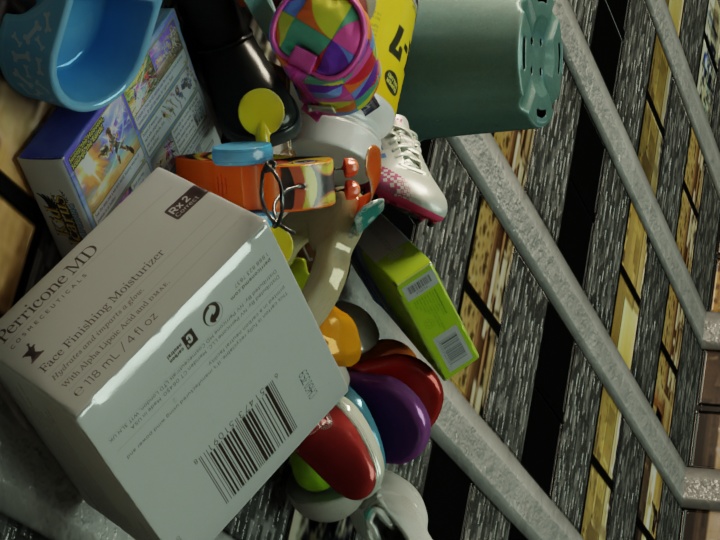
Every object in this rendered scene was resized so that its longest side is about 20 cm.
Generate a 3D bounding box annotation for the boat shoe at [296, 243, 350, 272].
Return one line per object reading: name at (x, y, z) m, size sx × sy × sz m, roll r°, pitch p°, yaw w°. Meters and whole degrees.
boat shoe at (-0.047, -0.038, 1.537) m, size 0.200 × 0.071 × 0.077 m, roll 50°, pitch 48°, yaw -56°

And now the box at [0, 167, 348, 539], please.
box at (-0.140, 0.073, 1.191) m, size 0.199 × 0.130 × 0.201 m, roll -47°, pitch 138°, yaw -21°

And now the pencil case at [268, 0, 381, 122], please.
pencil case at (-0.026, -0.178, 1.339) m, size 0.200 × 0.087 × 0.090 m, roll 52°, pitch 42°, yaw -83°

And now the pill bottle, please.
pill bottle at (-0.013, -0.192, 1.551) m, size 0.114 × 0.113 × 0.202 m, roll 46°, pitch 51°, yaw -58°

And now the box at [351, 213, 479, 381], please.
box at (0.040, 0.013, 1.594) m, size 0.123 × 0.047 × 0.200 m, roll 61°, pitch -7°, yaw -29°

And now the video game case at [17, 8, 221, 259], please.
video game case at (-0.178, -0.076, 1.276) m, size 0.201 × 0.045 × 0.183 m, roll -63°, pitch 147°, yaw -44°

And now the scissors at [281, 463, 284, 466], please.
scissors at (-0.115, 0.186, 1.477) m, size 0.200 × 0.014 × 0.074 m, roll 45°, pitch 44°, yaw -62°

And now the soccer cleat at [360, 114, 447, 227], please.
soccer cleat at (0.032, -0.108, 1.584) m, size 0.069 × 0.200 × 0.087 m, roll 24°, pitch 96°, yaw -33°

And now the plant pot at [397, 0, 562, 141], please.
plant pot at (0.102, -0.225, 1.706) m, size 0.200 × 0.194 × 0.203 m, roll 3°, pitch 90°, yaw -65°

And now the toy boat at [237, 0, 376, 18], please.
toy boat at (-0.075, -0.280, 1.421) m, size 0.130 × 0.130 × 0.202 m, roll -39°, pitch 131°, yaw -29°

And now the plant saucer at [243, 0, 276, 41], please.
plant saucer at (-0.108, -0.284, 1.322) m, size 0.070 × 0.019 × 0.202 m, roll 56°, pitch 11°, yaw -63°

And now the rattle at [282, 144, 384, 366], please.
rattle at (0.000, 0.000, 1.339) m, size 0.142 × 0.200 × 0.131 m, roll 36°, pitch 25°, yaw -17°

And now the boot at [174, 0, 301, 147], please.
boot at (-0.117, -0.215, 1.300) m, size 0.065 × 0.165 × 0.201 m, roll -25°, pitch 131°, yaw -13°

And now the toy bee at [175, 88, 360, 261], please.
toy bee at (-0.060, -0.060, 1.233) m, size 0.108 × 0.200 × 0.132 m, roll -8°, pitch 123°, yaw -27°

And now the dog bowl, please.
dog bowl at (-0.187, -0.205, 1.144) m, size 0.111 × 0.049 × 0.202 m, roll -6°, pitch 122°, yaw -53°

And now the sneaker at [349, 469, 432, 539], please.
sneaker at (0.026, 0.253, 1.625) m, size 0.075 × 0.200 × 0.088 m, roll -46°, pitch 130°, yaw 4°

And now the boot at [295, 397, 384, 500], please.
boot at (-0.073, 0.135, 1.404) m, size 0.200 × 0.072 × 0.144 m, roll 49°, pitch 28°, yaw 7°

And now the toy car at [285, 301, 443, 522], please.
toy car at (0.003, 0.138, 1.561) m, size 0.200 × 0.148 × 0.177 m, roll -53°, pitch 138°, yaw -56°

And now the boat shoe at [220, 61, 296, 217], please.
boat shoe at (-0.086, -0.082, 1.425) m, size 0.067 × 0.072 × 0.203 m, roll 8°, pitch 89°, yaw -30°
